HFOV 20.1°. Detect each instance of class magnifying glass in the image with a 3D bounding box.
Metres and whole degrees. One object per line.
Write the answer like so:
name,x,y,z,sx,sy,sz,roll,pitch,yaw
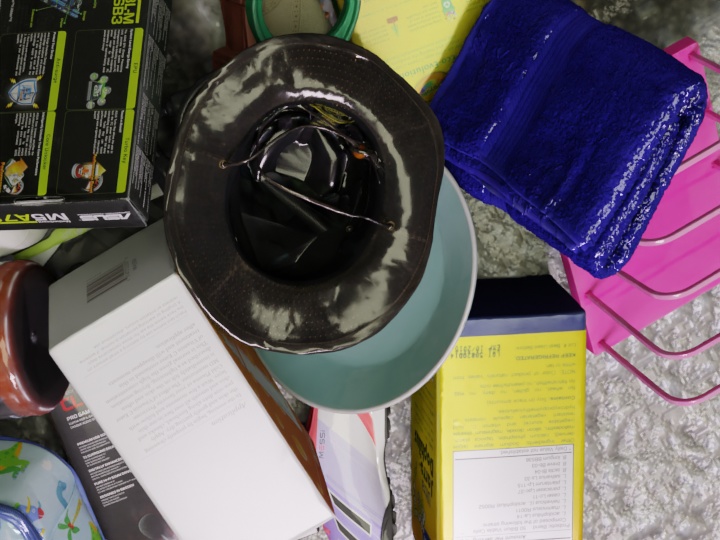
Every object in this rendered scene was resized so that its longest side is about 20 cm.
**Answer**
magnifying glass,-0.039,-0.128,1.386,0.079,0.022,0.201,-8,115,-22

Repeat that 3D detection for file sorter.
file sorter,0.225,-0.028,1.413,0.138,0.125,0.201,-29,125,-14

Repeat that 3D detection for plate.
plate,0.000,0.000,1.421,0.026,0.200,0.201,11,107,-56

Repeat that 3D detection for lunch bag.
lunch bag,-0.257,0.203,1.407,0.160,0.083,0.201,4,134,22

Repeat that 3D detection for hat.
hat,-0.045,-0.050,1.306,0.199,0.081,0.202,-2,95,-19

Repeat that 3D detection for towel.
towel,0.126,-0.098,1.332,0.049,0.200,0.148,15,106,-42

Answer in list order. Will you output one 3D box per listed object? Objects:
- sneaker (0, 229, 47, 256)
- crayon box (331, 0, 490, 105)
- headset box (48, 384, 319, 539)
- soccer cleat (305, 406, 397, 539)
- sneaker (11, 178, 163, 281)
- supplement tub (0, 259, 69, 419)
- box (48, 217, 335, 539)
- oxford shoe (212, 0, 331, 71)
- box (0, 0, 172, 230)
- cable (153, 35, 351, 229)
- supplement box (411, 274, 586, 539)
sneaker,-0.300,-0.022,1.355,0.199,0.087,0.075,-6,120,18
crayon box,0.046,-0.186,1.423,0.126,0.051,0.201,-19,106,-3
headset box,-0.134,0.116,1.459,0.148,0.077,0.201,-21,108,-3
soccer cleat,-0.013,0.153,1.493,0.073,0.068,0.201,-4,101,-6
sneaker,-0.148,-0.023,1.422,0.199,0.072,0.083,-19,96,5
supplement tub,-0.303,0.055,1.382,0.199,0.107,0.108,-7,106,16
box,-0.113,0.085,1.342,0.097,0.124,0.201,-30,111,2
oxford shoe,-0.058,-0.189,1.404,0.073,0.071,0.201,-1,112,-22
box,-0.222,-0.124,1.315,0.192,0.048,0.201,-2,67,11
cable,-0.042,-0.055,1.372,0.163,0.051,0.201,-32,104,-6
supplement box,0.098,0.114,1.477,0.108,0.110,0.201,-2,104,-8
